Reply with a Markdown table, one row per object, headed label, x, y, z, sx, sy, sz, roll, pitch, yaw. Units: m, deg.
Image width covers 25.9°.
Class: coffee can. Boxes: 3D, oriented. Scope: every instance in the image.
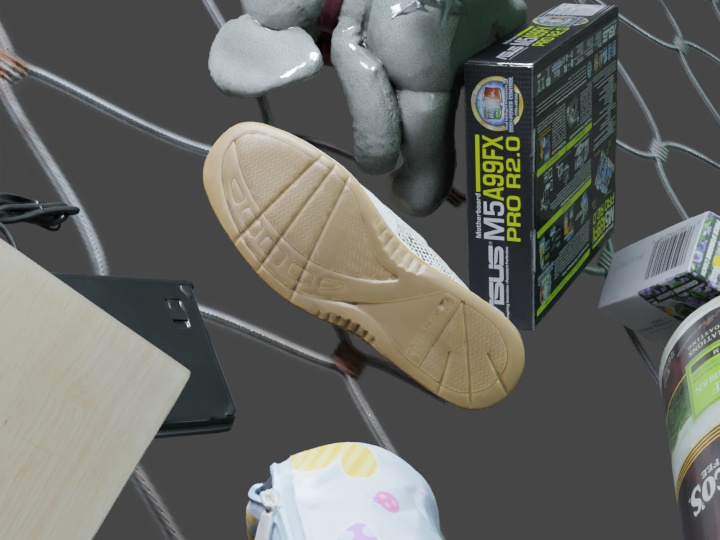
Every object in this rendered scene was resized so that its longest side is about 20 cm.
| label | x | y | z | sx | sy | sz | roll | pitch | yaw |
| --- | --- | --- | --- | --- | --- | --- | --- | --- | --- |
| coffee can | 0.260 | 0.126 | 0.943 | 0.146 | 0.146 | 0.201 | 36 | 31 | -21 |

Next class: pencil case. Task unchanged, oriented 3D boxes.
| label | x | y | z | sx | sy | sz | roll | pitch | yaw |
| --- | --- | --- | --- | --- | --- | --- | --- | --- | --- |
| pencil case | 0.007 | 0.150 | 0.591 | 0.091 | 0.083 | 0.201 | 53 | 8 | -31 |

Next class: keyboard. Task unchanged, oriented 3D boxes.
| label | x | y | z | sx | sy | sz | roll | pitch | yaw |
| --- | --- | --- | --- | --- | --- | --- | --- | --- | --- |
| keyboard | -0.141 | 0.017 | 0.662 | 0.199 | 0.021 | 0.128 | 5 | 58 | -52 |

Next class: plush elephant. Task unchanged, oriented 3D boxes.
| label | x | y | z | sx | sy | sz | roll | pitch | yaw |
| --- | --- | --- | --- | --- | --- | --- | --- | --- | --- |
| plush elephant | -0.006 | -0.151 | 0.927 | 0.153 | 0.166 | 0.200 | 19 | -15 | 19 |

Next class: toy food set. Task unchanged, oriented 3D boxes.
| label | x | y | z | sx | sy | sz | roll | pitch | yaw |
| --- | --- | --- | --- | --- | --- | --- | --- | --- | --- |
| toy food set | -0.158 | 0.060 | 0.543 | 0.143 | 0.061 | 0.201 | 36 | 38 | -7 |

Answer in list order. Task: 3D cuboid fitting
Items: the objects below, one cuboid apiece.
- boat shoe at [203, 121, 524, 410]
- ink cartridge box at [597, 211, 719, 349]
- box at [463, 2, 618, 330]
| label | x | y | z | sx | sy | sz | roll | pitch | yaw |
| --- | --- | --- | --- | --- | --- | --- | --- | --- | --- |
| boat shoe | 0.000 | 0.000 | 0.832 | 0.200 | 0.071 | 0.069 | 41 | 3 | 2 |
| ink cartridge box | 0.272 | 0.041 | 1.063 | 0.199 | 0.109 | 0.051 | 30 | 65 | -16 |
| box | 0.117 | -0.072 | 0.988 | 0.200 | 0.044 | 0.162 | -40 | 132 | -60 |
